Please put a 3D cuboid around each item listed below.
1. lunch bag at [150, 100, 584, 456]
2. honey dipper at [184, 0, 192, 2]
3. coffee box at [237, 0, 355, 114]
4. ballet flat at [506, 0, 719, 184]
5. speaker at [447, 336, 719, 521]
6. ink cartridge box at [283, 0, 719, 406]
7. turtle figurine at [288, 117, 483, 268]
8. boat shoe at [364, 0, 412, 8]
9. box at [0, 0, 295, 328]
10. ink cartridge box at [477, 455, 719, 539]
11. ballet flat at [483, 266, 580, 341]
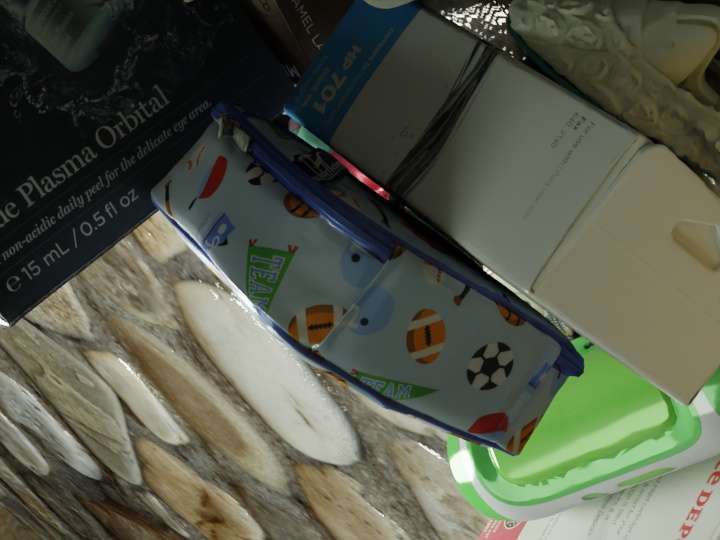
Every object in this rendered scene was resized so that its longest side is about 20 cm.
[{"bbox_3d":[0.000,0.000,0.768,0.200,0.076,0.160,34,-173,-35],"label":"lunch bag"},{"bbox_3d":[-0.113,-0.219,0.753,0.038,0.038,0.200,-8,114,61],"label":"honey dipper"},{"bbox_3d":[-0.072,-0.155,0.906,0.200,0.080,0.114,12,141,49],"label":"coffee box"},{"bbox_3d":[0.161,-0.078,0.731,0.200,0.072,0.072,37,157,2],"label":"ballet flat"},{"bbox_3d":[0.142,0.079,0.923,0.088,0.088,0.200,47,134,-15],"label":"speaker"},{"bbox_3d":[0.079,-0.039,0.773,0.146,0.086,0.200,33,-174,-44],"label":"ink cartridge box"},{"bbox_3d":[0.006,-0.055,0.961,0.150,0.101,0.200,31,163,31],"label":"turtle figurine"},{"bbox_3d":[0.072,-0.164,0.700,0.200,0.060,0.074,-22,93,51],"label":"boat shoe"},{"bbox_3d":[-0.173,-0.104,0.810,0.200,0.197,0.117,56,153,-14],"label":"box"},{"bbox_3d":[0.182,0.144,0.974,0.085,0.146,0.200,43,159,-22],"label":"ink cartridge box"},{"bbox_3d":[0.101,0.005,0.934,0.072,0.072,0.200,33,158,16],"label":"ballet flat"}]
